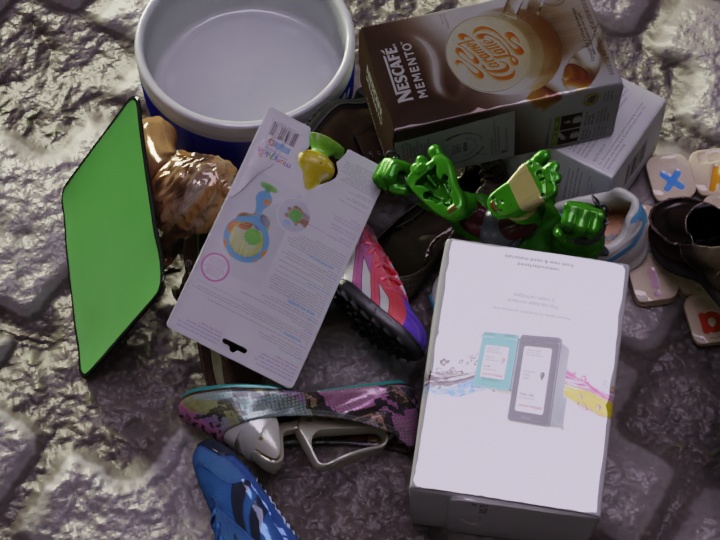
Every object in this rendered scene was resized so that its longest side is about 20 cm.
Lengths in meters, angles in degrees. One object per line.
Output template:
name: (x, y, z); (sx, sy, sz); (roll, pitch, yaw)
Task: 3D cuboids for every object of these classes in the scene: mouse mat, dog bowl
mouse mat: (-0.212, -0.028, 1.460); (0.008, 0.161, 0.200); (9, 54, -33)
dog bowl: (-0.104, -0.190, 1.589); (0.200, 0.079, 0.200); (0, 59, 0)

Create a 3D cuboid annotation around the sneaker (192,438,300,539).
sneaker: (-0.090, 0.220, 1.352); (0.078, 0.066, 0.200); (-32, 64, -13)

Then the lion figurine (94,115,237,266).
lion figurine: (-0.171, -0.083, 1.473); (0.072, 0.123, 0.200); (7, 32, -38)

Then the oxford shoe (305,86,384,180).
oxford shoe: (-0.003, -0.105, 1.505); (0.084, 0.073, 0.200); (37, 38, 14)

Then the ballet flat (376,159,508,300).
ballet flat: (0.057, -0.034, 1.510); (0.200, 0.046, 0.067); (-41, 68, -18)

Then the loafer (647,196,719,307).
loafer: (0.295, -0.030, 1.429); (0.073, 0.071, 0.200); (-20, 23, -9)

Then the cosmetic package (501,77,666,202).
cosmetic package: (0.160, -0.141, 1.553); (0.200, 0.085, 0.108); (30, 63, 18)

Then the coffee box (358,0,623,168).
coffee box: (0.108, -0.160, 1.469); (0.200, 0.080, 0.115); (-13, 61, -7)

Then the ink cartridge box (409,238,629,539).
ink cartridge box: (0.122, 0.101, 1.352); (0.146, 0.147, 0.200); (8, 72, 5)

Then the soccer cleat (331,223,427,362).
soccer cleat: (0.000, 0.000, 1.448); (0.073, 0.068, 0.200); (-39, 51, -13)

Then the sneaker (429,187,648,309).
sneaker: (0.150, -0.015, 1.477); (0.200, 0.081, 0.077); (-24, 62, -3)

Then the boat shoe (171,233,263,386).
boat shoe: (-0.123, 0.021, 1.480); (0.075, 0.075, 0.203); (-18, 57, 30)

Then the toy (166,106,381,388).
toy: (-0.069, -0.018, 1.403); (0.115, 0.047, 0.200); (28, 79, -14)

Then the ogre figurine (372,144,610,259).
ogre figurine: (0.117, -0.046, 1.394); (0.200, 0.120, 0.098); (-7, 69, 25)

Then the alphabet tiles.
alphabet tiles: (0.329, -0.025, 1.522); (0.200, 0.015, 0.196); (-8, 59, -4)

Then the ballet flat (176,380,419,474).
ballet flat: (-0.048, 0.128, 1.400); (0.200, 0.069, 0.071); (-1, 62, -11)
